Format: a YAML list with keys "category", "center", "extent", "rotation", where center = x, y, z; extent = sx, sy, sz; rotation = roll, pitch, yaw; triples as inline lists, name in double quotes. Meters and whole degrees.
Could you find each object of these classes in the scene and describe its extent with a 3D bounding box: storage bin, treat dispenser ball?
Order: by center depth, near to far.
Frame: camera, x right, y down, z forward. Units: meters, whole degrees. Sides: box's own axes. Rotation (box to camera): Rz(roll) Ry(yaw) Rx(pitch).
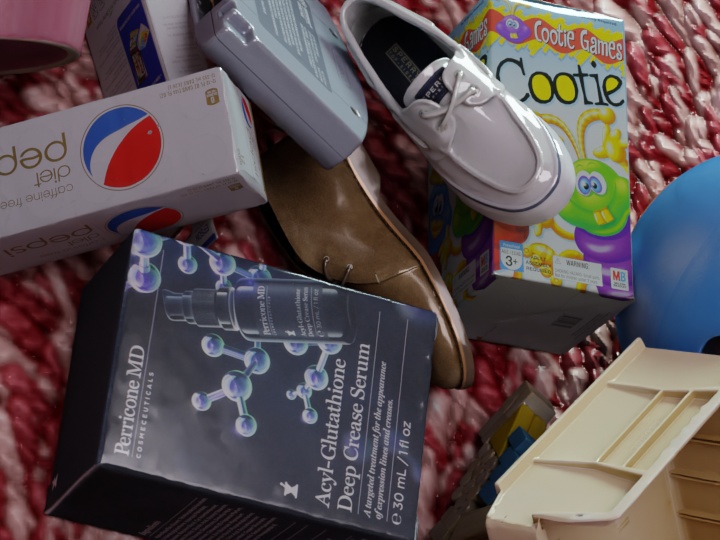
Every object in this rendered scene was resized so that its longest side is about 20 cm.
- category: "storage bin"
  center: [0.175, 0.176, 1.406]
  extent: [0.198, 0.093, 0.201]
  rotation: [-40, 126, -41]
- category: "treat dispenser ball"
  center: [0.263, 0.021, 1.522]
  extent: [0.199, 0.201, 0.203]
  rotation: [10, 65, -22]

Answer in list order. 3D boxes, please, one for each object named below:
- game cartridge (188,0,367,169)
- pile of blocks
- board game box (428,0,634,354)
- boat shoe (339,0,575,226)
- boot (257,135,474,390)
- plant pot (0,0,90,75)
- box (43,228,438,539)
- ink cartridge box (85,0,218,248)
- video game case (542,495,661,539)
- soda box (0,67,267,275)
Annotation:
- category: "game cartridge"
  center: [-0.052, -0.143, 1.463]
  extent: [0.133, 0.040, 0.200]
  rotation: [39, 18, -25]
- category: "pile of blocks"
  center: [0.090, 0.161, 1.450]
  extent: [0.062, 0.082, 0.201]
  rotation: [40, 59, -17]
- category: "board game box"
  center: [0.108, -0.063, 1.540]
  extent: [0.102, 0.105, 0.202]
  rotation: [10, 64, -20]
- category: "boat shoe"
  center: [0.052, -0.101, 1.461]
  extent: [0.074, 0.065, 0.200]
  rotation: [-50, 55, 1]
- category: "boot"
  center: [0.000, 0.000, 1.489]
  extent: [0.075, 0.074, 0.201]
  rotation: [-27, 74, -22]
- category: "plant pot"
  center: [-0.232, -0.214, 1.402]
  extent: [0.198, 0.200, 0.181]
  rotation: [-1, 85, -26]
- category: "box"
  center: [-0.068, 0.084, 1.391]
  extent: [0.199, 0.107, 0.150]
  rotation: [15, 64, -19]
- category: "ink cartridge box"
  center: [-0.121, -0.096, 1.449]
  extent: [0.037, 0.095, 0.202]
  rotation: [-7, 72, -29]
- category: "video game case"
  center: [0.123, 0.209, 1.435]
  extent: [0.200, 0.019, 0.143]
  rotation: [-54, 135, -33]
- category: "soda box"
  center: [-0.158, -0.053, 1.368]
  extent: [0.198, 0.064, 0.069]
  rotation: [-15, 72, 11]
